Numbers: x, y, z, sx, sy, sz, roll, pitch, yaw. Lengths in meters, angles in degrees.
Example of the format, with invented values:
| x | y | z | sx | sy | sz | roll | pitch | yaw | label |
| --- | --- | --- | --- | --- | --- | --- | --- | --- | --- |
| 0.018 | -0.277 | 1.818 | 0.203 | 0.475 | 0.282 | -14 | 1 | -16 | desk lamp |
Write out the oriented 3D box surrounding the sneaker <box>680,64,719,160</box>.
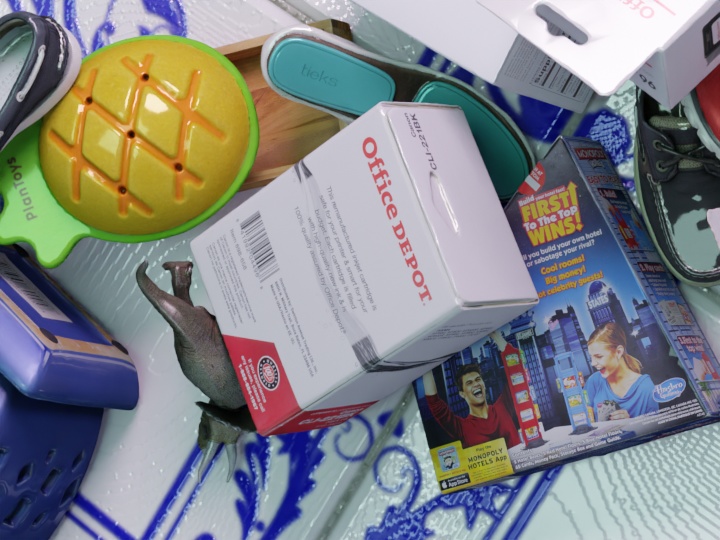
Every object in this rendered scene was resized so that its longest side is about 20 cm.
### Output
| x | y | z | sx | sy | sz | roll | pitch | yaw | label |
| --- | --- | --- | --- | --- | --- | --- | --- | --- | --- |
| 0.246 | -0.158 | 1.423 | 0.085 | 0.077 | 0.200 | -20 | 62 | 58 | sneaker |

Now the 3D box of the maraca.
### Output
| x | y | z | sx | sy | sz | roll | pitch | yaw | label |
| --- | --- | --- | --- | --- | --- | --- | --- | --- | --- |
| -0.165 | -0.081 | 1.581 | 0.200 | 0.107 | 0.137 | -22 | 85 | 5 | maraca |

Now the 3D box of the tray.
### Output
| x | y | z | sx | sy | sz | roll | pitch | yaw | label |
| --- | --- | --- | --- | --- | --- | --- | --- | --- | --- |
| -0.094 | -0.104 | 1.637 | 0.200 | 0.037 | 0.099 | -12 | 84 | 23 | tray |

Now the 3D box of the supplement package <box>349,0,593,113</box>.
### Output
| x | y | z | sx | sy | sz | roll | pitch | yaw | label |
| --- | --- | --- | --- | --- | --- | --- | --- | --- | --- |
| 0.077 | -0.218 | 1.496 | 0.200 | 0.111 | 0.156 | 35 | 103 | 35 | supplement package |

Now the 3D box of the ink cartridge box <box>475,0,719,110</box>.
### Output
| x | y | z | sx | sy | sz | roll | pitch | yaw | label |
| --- | --- | --- | --- | --- | --- | --- | --- | --- | --- |
| 0.176 | -0.178 | 1.364 | 0.200 | 0.068 | 0.116 | -43 | 61 | -12 | ink cartridge box |

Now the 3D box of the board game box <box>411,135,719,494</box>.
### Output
| x | y | z | sx | sy | sz | roll | pitch | yaw | label |
| --- | --- | --- | --- | --- | --- | --- | --- | --- | --- |
| 0.124 | 0.024 | 1.516 | 0.200 | 0.062 | 0.200 | -19 | 79 | 29 | board game box |

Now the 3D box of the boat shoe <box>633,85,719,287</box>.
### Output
| x | y | z | sx | sy | sz | roll | pitch | yaw | label |
| --- | --- | --- | --- | --- | --- | --- | --- | --- | --- |
| 0.205 | -0.090 | 1.476 | 0.072 | 0.065 | 0.200 | -5 | 86 | 10 | boat shoe |

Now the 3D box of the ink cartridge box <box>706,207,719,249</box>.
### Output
| x | y | z | sx | sy | sz | roll | pitch | yaw | label |
| --- | --- | --- | --- | --- | --- | --- | --- | --- | --- |
| 0.283 | 0.029 | 1.372 | 0.050 | 0.200 | 0.161 | -33 | 74 | 50 | ink cartridge box |

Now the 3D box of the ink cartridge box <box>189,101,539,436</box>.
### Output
| x | y | z | sx | sy | sz | roll | pitch | yaw | label |
| --- | --- | --- | --- | --- | --- | --- | --- | --- | --- |
| 0.000 | 0.000 | 1.505 | 0.200 | 0.084 | 0.144 | -34 | 70 | 39 | ink cartridge box |

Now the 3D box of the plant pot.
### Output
| x | y | z | sx | sy | sz | roll | pitch | yaw | label |
| --- | --- | --- | --- | --- | --- | --- | --- | --- | --- |
| -0.285 | 0.080 | 1.640 | 0.200 | 0.200 | 0.180 | 43 | 99 | 19 | plant pot |

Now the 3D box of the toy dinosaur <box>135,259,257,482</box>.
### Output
| x | y | z | sx | sy | sz | roll | pitch | yaw | label |
| --- | --- | --- | --- | --- | --- | --- | --- | --- | --- |
| -0.097 | 0.052 | 1.586 | 0.077 | 0.200 | 0.102 | -15 | 58 | -2 | toy dinosaur |

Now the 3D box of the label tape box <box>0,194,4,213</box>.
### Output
| x | y | z | sx | sy | sz | roll | pitch | yaw | label |
| --- | --- | --- | --- | --- | --- | --- | --- | --- | --- |
| -0.330 | -0.070 | 1.682 | 0.200 | 0.143 | 0.066 | -17 | 70 | 24 | label tape box |

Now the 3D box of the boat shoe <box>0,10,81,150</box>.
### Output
| x | y | z | sx | sy | sz | roll | pitch | yaw | label |
| --- | --- | --- | --- | --- | --- | --- | --- | --- | --- |
| -0.268 | -0.091 | 1.540 | 0.076 | 0.060 | 0.200 | 38 | 94 | 20 | boat shoe |

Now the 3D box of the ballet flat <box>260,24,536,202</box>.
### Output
| x | y | z | sx | sy | sz | roll | pitch | yaw | label |
| --- | --- | --- | --- | --- | --- | --- | --- | --- | --- |
| 0.027 | -0.112 | 1.555 | 0.200 | 0.069 | 0.069 | 26 | 101 | -8 | ballet flat |
